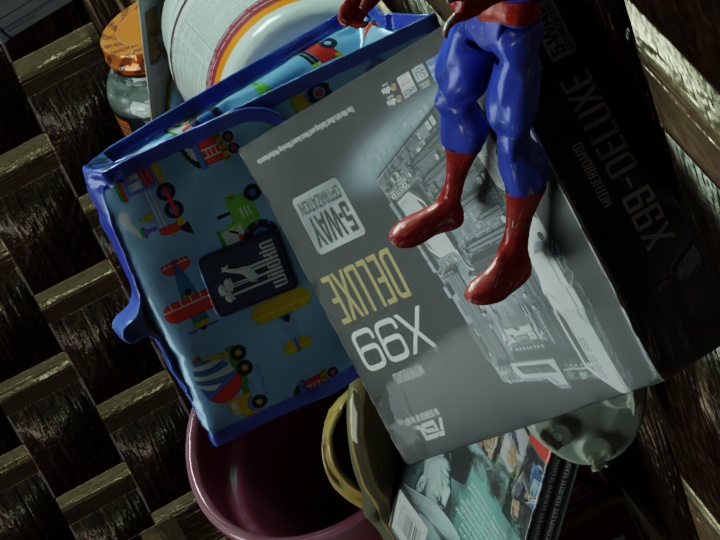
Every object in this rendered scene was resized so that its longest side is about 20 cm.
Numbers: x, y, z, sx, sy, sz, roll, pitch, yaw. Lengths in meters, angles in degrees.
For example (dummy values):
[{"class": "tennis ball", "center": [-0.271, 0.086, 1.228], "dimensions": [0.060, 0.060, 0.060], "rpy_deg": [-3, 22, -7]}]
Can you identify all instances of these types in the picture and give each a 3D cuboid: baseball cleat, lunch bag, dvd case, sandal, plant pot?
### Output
[{"class": "baseball cleat", "center": [0.078, -0.008, 1.205], "dimensions": [0.106, 0.070, 0.200], "rpy_deg": [-92, -19, -57]}, {"class": "lunch bag", "center": [-0.036, -0.020, 1.301], "dimensions": [0.094, 0.200, 0.151], "rpy_deg": [23, 139, 64]}, {"class": "dvd case", "center": [0.068, 0.093, 1.392], "dimensions": [0.146, 0.022, 0.200], "rpy_deg": [-127, 44, -53]}, {"class": "sandal", "center": [0.007, 0.099, 1.512], "dimensions": [0.054, 0.080, 0.200], "rpy_deg": [17, 155, 15]}, {"class": "plant pot", "center": [0.008, 0.135, 1.830], "dimensions": [0.179, 0.200, 0.200], "rpy_deg": [46, -172, -48]}]

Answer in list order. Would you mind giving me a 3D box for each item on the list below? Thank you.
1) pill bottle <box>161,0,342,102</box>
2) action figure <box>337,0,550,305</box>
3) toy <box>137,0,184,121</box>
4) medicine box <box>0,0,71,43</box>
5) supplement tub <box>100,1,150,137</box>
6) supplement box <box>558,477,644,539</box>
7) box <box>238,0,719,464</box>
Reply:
[{"class": "pill bottle", "center": [-0.046, -0.115, 1.464], "dimensions": [0.110, 0.109, 0.200], "rpy_deg": [65, 174, -23]}, {"class": "action figure", "center": [0.031, -0.070, 0.923], "dimensions": [0.065, 0.099, 0.200], "rpy_deg": [36, 134, 29]}, {"class": "toy", "center": [-0.079, -0.119, 1.600], "dimensions": [0.047, 0.115, 0.200], "rpy_deg": [11, 119, 36]}, {"class": "medicine box", "center": [-0.188, -0.244, 1.620], "dimensions": [0.103, 0.182, 0.200], "rpy_deg": [60, -178, 9]}, {"class": "supplement tub", "center": [-0.113, -0.108, 2.002], "dimensions": [0.200, 0.122, 0.123], "rpy_deg": [66, 173, -31]}, {"class": "supplement box", "center": [0.115, 0.200, 1.543], "dimensions": [0.131, 0.103, 0.200], "rpy_deg": [63, 173, -6]}, {"class": "box", "center": [0.047, -0.015, 1.073], "dimensions": [0.200, 0.050, 0.158], "rpy_deg": [-24, 94, 59]}]
